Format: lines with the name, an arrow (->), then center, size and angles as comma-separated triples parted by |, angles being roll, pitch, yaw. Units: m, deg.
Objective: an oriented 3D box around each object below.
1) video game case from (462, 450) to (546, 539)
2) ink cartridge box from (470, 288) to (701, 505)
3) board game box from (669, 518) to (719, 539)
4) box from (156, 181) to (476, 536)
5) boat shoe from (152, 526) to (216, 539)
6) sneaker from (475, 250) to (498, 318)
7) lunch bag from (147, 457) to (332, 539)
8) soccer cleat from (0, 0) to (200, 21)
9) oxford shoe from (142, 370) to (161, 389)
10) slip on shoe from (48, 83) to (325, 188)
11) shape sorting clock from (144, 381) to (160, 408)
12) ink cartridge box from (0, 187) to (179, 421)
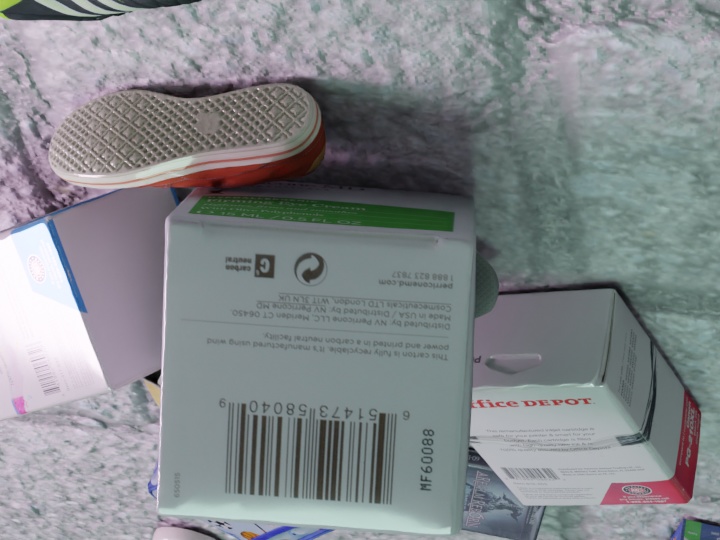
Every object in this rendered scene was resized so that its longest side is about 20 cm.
video game case -> 0.064, 0.188, 1.842 | 0.200, 0.019, 0.143 | 12, 151, 4
ink cartridge box -> 0.155, 0.099, 1.579 | 0.145, 0.084, 0.200 | -4, 148, 28
board game box -> 0.365, 0.280, 1.866 | 0.200, 0.035, 0.135 | 12, 151, 1
box -> -0.024, 0.052, 1.380 | 0.199, 0.200, 0.171 | 4, -170, 3
boat shoe -> -0.156, 0.336, 2.112 | 0.075, 0.093, 0.200 | -4, 147, 27
sneaker -> 0.000, 0.000, 1.502 | 0.200, 0.071, 0.080 | 8, 173, 3
lunch bag -> -0.084, 0.180, 1.813 | 0.160, 0.076, 0.200 | 30, 154, -17
soccer cleat -> -0.146, -0.180, 1.244 | 0.200, 0.068, 0.081 | 0, 166, 24
oxford shoe -> -0.112, 0.087, 1.580 | 0.200, 0.058, 0.075 | 39, 136, 12
slip on shoe -> -0.115, -0.081, 1.391 | 0.200, 0.074, 0.061 | -4, 150, 19
shape sorting clock -> -0.098, 0.089, 1.642 | 0.200, 0.039, 0.200 | 23, 132, 28
ink cartridge box -> -0.223, 0.025, 1.514 | 0.200, 0.125, 0.129 | -15, 98, 42
